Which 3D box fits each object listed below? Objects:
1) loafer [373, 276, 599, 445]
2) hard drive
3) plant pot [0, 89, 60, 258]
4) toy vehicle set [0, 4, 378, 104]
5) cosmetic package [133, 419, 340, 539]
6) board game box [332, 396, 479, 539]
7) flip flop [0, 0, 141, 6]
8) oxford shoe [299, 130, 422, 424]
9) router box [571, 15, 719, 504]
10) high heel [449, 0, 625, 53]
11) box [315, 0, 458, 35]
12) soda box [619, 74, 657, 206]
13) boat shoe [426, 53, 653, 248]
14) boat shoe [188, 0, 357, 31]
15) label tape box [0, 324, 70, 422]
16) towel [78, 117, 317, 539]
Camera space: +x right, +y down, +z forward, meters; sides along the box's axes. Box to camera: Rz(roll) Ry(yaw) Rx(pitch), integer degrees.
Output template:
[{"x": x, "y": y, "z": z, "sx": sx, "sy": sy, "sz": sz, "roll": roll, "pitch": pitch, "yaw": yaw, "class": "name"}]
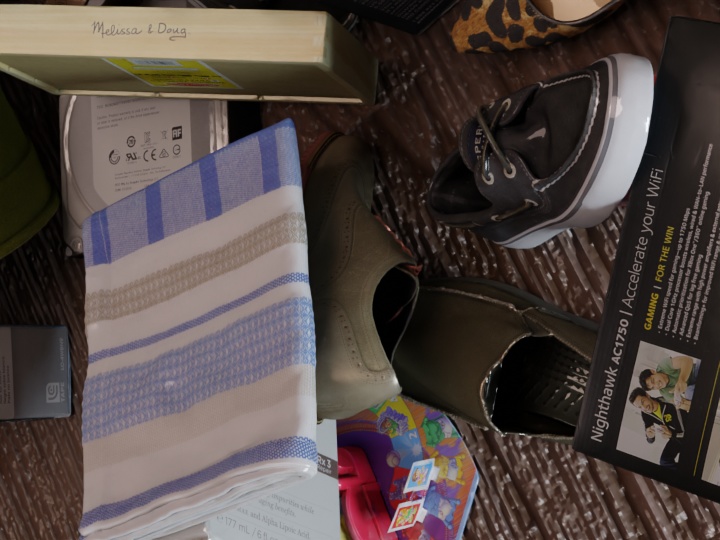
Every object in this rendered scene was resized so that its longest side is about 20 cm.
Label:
[{"x": 0.075, "y": 0.046, "z": 0.828, "sx": 0.199, "sy": 0.069, "sz": 0.076, "roll": 10, "pitch": 93, "yaw": 34, "class": "loafer"}, {"x": -0.126, "y": -0.113, "z": 0.995, "sx": 0.139, "sy": 0.038, "sz": 0.201, "roll": -6, "pitch": 83, "yaw": 33, "class": "hard drive"}, {"x": -0.308, "y": -0.101, "z": 0.973, "sx": 0.199, "sy": 0.200, "sz": 0.194, "roll": 1, "pitch": 120, "yaw": 34, "class": "plant pot"}, {"x": -0.100, "y": -0.117, "z": 0.884, "sx": 0.199, "sy": 0.124, "sz": 0.027, "roll": 3, "pitch": 87, "yaw": 12, "class": "toy vehicle set"}, {"x": -0.075, "y": 0.070, "z": 0.872, "sx": 0.081, "sy": 0.113, "sz": 0.201, "roll": -20, "pitch": 59, "yaw": 32, "class": "cosmetic package"}, {"x": -0.025, "y": 0.150, "z": 0.906, "sx": 0.157, "sy": 0.039, "sz": 0.201, "roll": 21, "pitch": 98, "yaw": 33, "class": "board game box"}, {"x": -0.158, "y": -0.160, "z": 0.959, "sx": 0.199, "sy": 0.081, "sz": 0.058, "roll": 5, "pitch": 104, "yaw": 28, "class": "flip flop"}, {"x": 0.000, "y": 0.000, "z": 0.854, "sx": 0.074, "sy": 0.071, "sz": 0.201, "roll": -10, "pitch": 47, "yaw": 16, "class": "oxford shoe"}, {"x": 0.184, "y": 0.003, "z": 0.688, "sx": 0.149, "sy": 0.051, "sz": 0.201, "roll": 18, "pitch": 100, "yaw": 34, "class": "router box"}, {"x": 0.107, "y": -0.152, "z": 0.773, "sx": 0.199, "sy": 0.143, "sz": 0.072, "roll": -32, "pitch": 97, "yaw": 26, "class": "high heel"}, {"x": -0.018, "y": -0.226, "z": 0.830, "sx": 0.107, "sy": 0.200, "sz": 0.149, "roll": -39, "pitch": 68, "yaw": 26, "class": "box"}, {"x": 0.212, "y": -0.059, "z": 0.742, "sx": 0.199, "sy": 0.070, "sz": 0.064, "roll": 3, "pitch": 91, "yaw": 33, "class": "soda box"}, {"x": 0.077, "y": -0.056, "z": 0.770, "sx": 0.200, "sy": 0.066, "sz": 0.070, "roll": 146, "pitch": 131, "yaw": -75, "class": "boat shoe"}, {"x": -0.073, "y": -0.169, "z": 0.863, "sx": 0.057, "sy": 0.199, "sz": 0.069, "roll": 30, "pitch": 95, "yaw": 54, "class": "boat shoe"}, {"x": -0.300, "y": 0.068, "z": 1.002, "sx": 0.143, "sy": 0.200, "sz": 0.067, "roll": -6, "pitch": 86, "yaw": 33, "class": "label tape box"}, {"x": -0.085, "y": 0.032, "z": 0.808, "sx": 0.146, "sy": 0.024, "sz": 0.201, "roll": -23, "pitch": 56, "yaw": 29, "class": "towel"}]
